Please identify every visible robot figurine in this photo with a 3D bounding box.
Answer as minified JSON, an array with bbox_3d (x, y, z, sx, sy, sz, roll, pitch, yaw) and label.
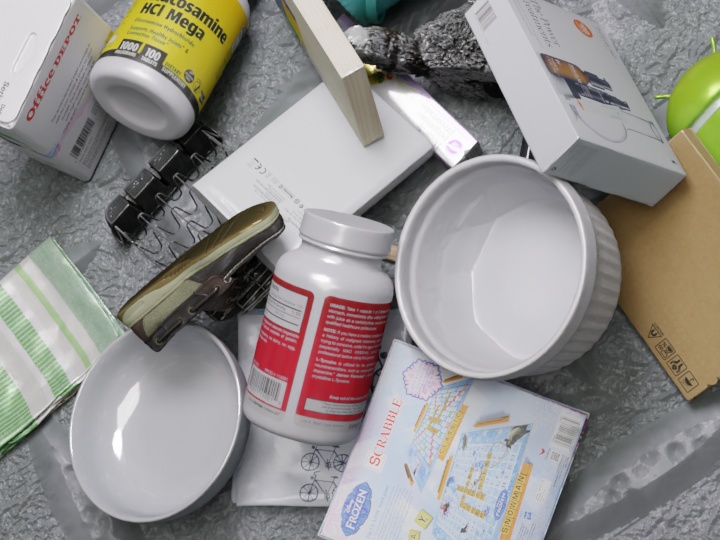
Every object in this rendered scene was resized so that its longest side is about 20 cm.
[{"bbox_3d":[0.368,-0.122,1.300,0.175,0.116,0.200,-45,74,12],"label":"robot figurine"}]

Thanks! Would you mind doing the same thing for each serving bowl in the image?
[{"bbox_3d":[-0.185,0.151,1.371,0.199,0.066,0.201,-10,68,26],"label":"serving bowl"}]

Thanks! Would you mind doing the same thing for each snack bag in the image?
[{"bbox_3d":[-0.034,0.132,1.380,0.188,0.021,0.201,-1,79,11],"label":"snack bag"}]

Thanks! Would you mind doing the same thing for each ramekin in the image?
[{"bbox_3d":[0.140,0.002,1.267,0.200,0.105,0.201,-7,78,36],"label":"ramekin"}]

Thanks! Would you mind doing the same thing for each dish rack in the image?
[{"bbox_3d":[-0.150,-0.046,1.408,0.200,0.055,0.153,40,86,20],"label":"dish rack"}]

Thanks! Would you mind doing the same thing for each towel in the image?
[{"bbox_3d":[-0.353,0.084,1.451,0.200,0.023,0.153,-41,74,1],"label":"towel"}]

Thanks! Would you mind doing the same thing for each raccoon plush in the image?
[{"bbox_3d":[0.093,-0.253,1.363,0.199,0.097,0.135,16,77,-22],"label":"raccoon plush"}]

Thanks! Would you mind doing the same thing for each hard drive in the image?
[{"bbox_3d":[-0.046,-0.098,1.370,0.200,0.026,0.132,-40,69,-17],"label":"hard drive"}]

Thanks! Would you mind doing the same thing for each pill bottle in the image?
[{"bbox_3d":[-0.034,0.050,1.286,0.112,0.112,0.201,17,99,14],"label":"pill bottle"},{"bbox_3d":[-0.181,-0.241,1.416,0.112,0.113,0.200,19,65,14],"label":"pill bottle"}]

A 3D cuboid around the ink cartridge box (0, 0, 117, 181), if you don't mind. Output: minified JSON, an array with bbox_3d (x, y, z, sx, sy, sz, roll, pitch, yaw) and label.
[{"bbox_3d":[-0.311,-0.191,1.403,0.084,0.200,0.145,23,84,14],"label":"ink cartridge box"}]

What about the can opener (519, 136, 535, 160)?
[{"bbox_3d":[0.178,-0.042,1.366,0.067,0.053,0.201,15,81,-19],"label":"can opener"}]

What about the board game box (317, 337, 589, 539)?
[{"bbox_3d":[0.088,0.192,1.320,0.199,0.041,0.201,22,84,5],"label":"board game box"}]

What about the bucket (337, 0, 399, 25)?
[{"bbox_3d":[0.003,-0.350,1.376,0.135,0.207,0.208,-37,75,12],"label":"bucket"}]

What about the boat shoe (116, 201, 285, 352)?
[{"bbox_3d":[-0.140,0.008,1.319,0.201,0.072,0.066,-34,105,23],"label":"boat shoe"}]

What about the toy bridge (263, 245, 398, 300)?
[{"bbox_3d":[0.000,0.000,1.373,0.199,0.067,0.027,-5,48,11],"label":"toy bridge"}]

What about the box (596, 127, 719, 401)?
[{"bbox_3d":[0.303,-0.004,1.294,0.163,0.021,0.200,-45,71,37],"label":"box"}]

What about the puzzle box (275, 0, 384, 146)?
[{"bbox_3d":[-0.042,-0.229,1.345,0.025,0.133,0.200,-29,66,-3],"label":"puzzle box"}]

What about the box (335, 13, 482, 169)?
[{"bbox_3d":[0.039,-0.177,1.414,0.039,0.041,0.200,-45,76,2],"label":"box"}]

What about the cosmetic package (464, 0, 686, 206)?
[{"bbox_3d":[0.193,-0.160,1.270,0.052,0.150,0.200,-44,50,31],"label":"cosmetic package"}]
